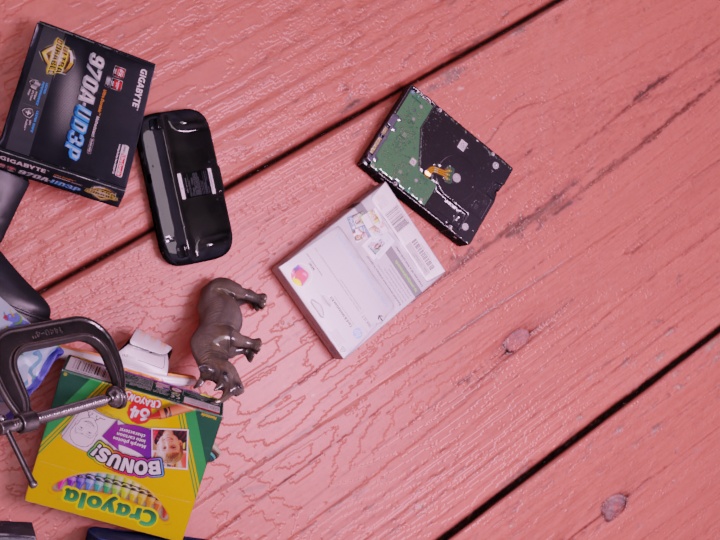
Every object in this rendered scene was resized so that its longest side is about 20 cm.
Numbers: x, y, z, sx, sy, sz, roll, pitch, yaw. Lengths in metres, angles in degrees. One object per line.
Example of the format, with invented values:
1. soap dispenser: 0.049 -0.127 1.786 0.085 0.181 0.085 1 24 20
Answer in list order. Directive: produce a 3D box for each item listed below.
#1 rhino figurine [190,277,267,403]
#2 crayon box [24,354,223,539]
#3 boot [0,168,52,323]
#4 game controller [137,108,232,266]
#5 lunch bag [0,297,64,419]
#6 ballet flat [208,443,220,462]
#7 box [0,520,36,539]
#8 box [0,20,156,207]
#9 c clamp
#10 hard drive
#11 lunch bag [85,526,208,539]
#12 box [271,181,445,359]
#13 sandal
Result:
1. rhino figurine: -0.172 0.089 1.366 0.086 0.060 0.202 16 45 -14
2. crayon box: -0.284 0.217 1.306 0.197 0.058 0.175 17 102 -10
3. boot: -0.437 -0.040 1.303 0.198 0.076 0.170 26 81 -11
4. game controller: -0.230 -0.111 1.417 0.103 0.042 0.204 -12 91 -36
5. lunch bag: -0.466 0.108 1.232 0.170 0.199 0.128 44 34 -14
6. ballet flat: -0.261 0.179 1.366 0.198 0.069 0.071 25 78 -17
7. box: -0.440 0.398 1.245 0.104 0.122 0.204 7 83 -19
8. box: -0.349 -0.193 1.331 0.157 0.046 0.203 18 58 -19
9. c clamp: -0.329 0.133 1.188 0.199 0.027 0.172 -20 75 -55
10. hard drive: 0.108 -0.149 1.546 0.199 0.038 0.141 36 74 -16
11. lunch bag: -0.262 0.393 1.307 0.197 0.136 0.135 12 82 -20
12. box: 0.000 0.000 1.491 0.199 0.041 0.157 -40 100 -20
13. sandal: -0.297 0.099 1.347 0.203 0.079 0.060 16 83 -17
